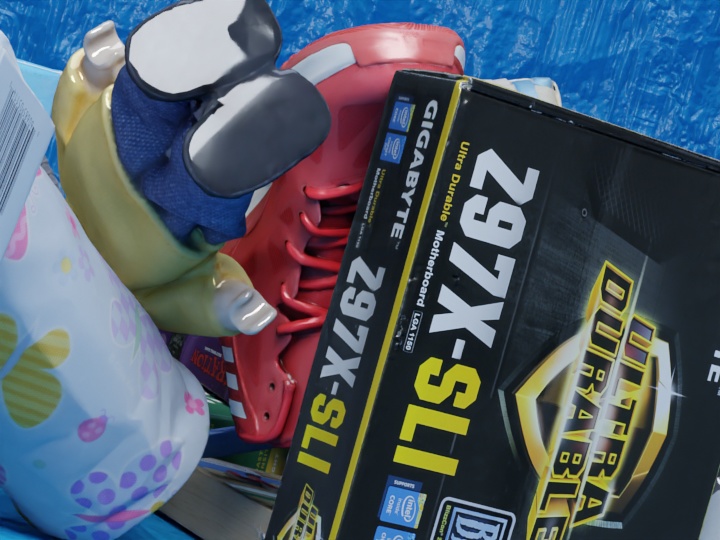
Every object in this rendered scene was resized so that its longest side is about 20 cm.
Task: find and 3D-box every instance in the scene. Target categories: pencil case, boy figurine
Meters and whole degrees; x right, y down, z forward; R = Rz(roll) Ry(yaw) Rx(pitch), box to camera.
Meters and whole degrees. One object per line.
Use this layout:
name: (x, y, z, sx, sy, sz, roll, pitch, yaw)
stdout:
pencil case: (-0.127, 0.006, 1.007, 0.091, 0.083, 0.200, -106, 169, -50)
boy figurine: (-0.070, -0.027, 1.066, 0.125, 0.064, 0.200, 58, -22, 8)

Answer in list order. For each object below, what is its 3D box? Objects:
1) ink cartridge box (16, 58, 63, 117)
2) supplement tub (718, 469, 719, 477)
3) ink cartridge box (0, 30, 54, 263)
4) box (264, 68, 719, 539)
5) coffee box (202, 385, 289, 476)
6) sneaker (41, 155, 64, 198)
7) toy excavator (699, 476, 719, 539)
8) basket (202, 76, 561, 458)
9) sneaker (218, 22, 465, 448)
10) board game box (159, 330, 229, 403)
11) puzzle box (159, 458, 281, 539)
ink cartridge box: (-0.243, -0.050, 1.133, 0.200, 0.129, 0.125, 15, 3, -45)
supplement tub: (0.097, 0.073, 1.175, 0.107, 0.107, 0.200, 18, 3, 43)
ink cartridge box: (-0.219, -0.007, 0.863, 0.199, 0.176, 0.084, 18, -15, 11)
box: (0.060, 0.044, 1.033, 0.159, 0.201, 0.049, 16, 0, -32)
coffee box: (-0.082, 0.073, 1.339, 0.123, 0.044, 0.200, 19, 3, 31)
sneaker: (-0.147, 0.020, 1.238, 0.070, 0.082, 0.201, -7, 54, -20)
toy excavator: (0.245, 0.145, 1.101, 0.200, 0.194, 0.100, 61, -3, 30)
basket: (0.000, 0.000, 1.248, 0.199, 0.177, 0.139, -1, -38, -10)
sneaker: (-0.003, -0.002, 1.085, 0.078, 0.116, 0.200, -2, -25, -18)
board game box: (-0.040, 0.046, 1.384, 0.120, 0.032, 0.200, 14, 7, -28)
puzzle box: (0.020, 0.118, 1.205, 0.199, 0.026, 0.133, 16, 2, -28)
